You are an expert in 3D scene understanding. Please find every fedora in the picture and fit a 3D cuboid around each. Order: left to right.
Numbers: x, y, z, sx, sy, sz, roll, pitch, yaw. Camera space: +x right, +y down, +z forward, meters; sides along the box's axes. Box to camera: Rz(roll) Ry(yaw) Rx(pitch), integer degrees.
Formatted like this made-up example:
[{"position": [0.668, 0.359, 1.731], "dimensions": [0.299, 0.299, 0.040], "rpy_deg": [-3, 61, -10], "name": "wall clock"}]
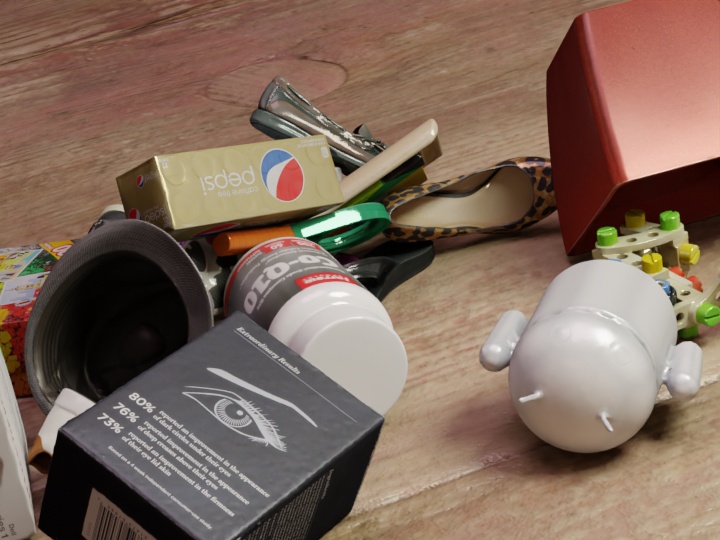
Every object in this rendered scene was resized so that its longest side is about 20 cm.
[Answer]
[{"position": [-0.190, 0.056, 1.563], "dimensions": [0.177, 0.200, 0.090], "rpy_deg": [46, 16, 19], "name": "fedora"}]

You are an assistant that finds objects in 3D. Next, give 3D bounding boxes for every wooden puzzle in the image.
[{"position": [0.005, -0.074, 1.799], "dimensions": [0.185, 0.037, 0.200], "rpy_deg": [-35, -3, 1], "name": "wooden puzzle"}]

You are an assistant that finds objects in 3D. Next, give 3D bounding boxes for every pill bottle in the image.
[{"position": [-0.038, 0.052, 1.546], "dimensions": [0.113, 0.114, 0.200], "rpy_deg": [-17, 22, -15], "name": "pill bottle"}]

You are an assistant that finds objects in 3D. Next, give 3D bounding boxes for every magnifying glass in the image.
[{"position": [-0.053, -0.033, 1.671], "dimensions": [0.200, 0.022, 0.080], "rpy_deg": [-10, -18, -46], "name": "magnifying glass"}]

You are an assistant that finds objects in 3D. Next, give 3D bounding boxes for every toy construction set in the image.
[{"position": [0.272, 0.003, 1.569], "dimensions": [0.131, 0.092, 0.200], "rpy_deg": [-21, 13, -25], "name": "toy construction set"}]

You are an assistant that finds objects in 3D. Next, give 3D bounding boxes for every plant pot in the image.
[{"position": [0.274, -0.147, 1.696], "dimensions": [0.199, 0.177, 0.200], "rpy_deg": [-15, -16, -12], "name": "plant pot"}]

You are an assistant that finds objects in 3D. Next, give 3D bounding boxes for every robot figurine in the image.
[{"position": [0.179, 0.066, 1.408], "dimensions": [0.169, 0.113, 0.200], "rpy_deg": [6, 25, 18], "name": "robot figurine"}]

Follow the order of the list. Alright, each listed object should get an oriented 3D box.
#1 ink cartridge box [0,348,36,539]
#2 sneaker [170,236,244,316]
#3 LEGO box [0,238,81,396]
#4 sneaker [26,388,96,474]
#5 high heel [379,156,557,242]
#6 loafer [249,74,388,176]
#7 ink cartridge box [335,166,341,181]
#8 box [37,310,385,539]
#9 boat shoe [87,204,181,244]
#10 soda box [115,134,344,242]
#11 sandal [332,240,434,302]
[{"position": [-0.320, 0.119, 1.470], "dimensions": [0.084, 0.147, 0.200], "rpy_deg": [-15, 21, -7], "name": "ink cartridge box"}, {"position": [-0.139, -0.027, 1.686], "dimensions": [0.083, 0.081, 0.200], "rpy_deg": [-29, 22, 46], "name": "sneaker"}, {"position": [-0.328, 0.046, 1.750], "dimensions": [0.148, 0.077, 0.200], "rpy_deg": [-7, 22, 8], "name": "LEGO box"}, {"position": [-0.182, 0.166, 1.426], "dimensions": [0.200, 0.073, 0.085], "rpy_deg": [22, 73, 41], "name": "sneaker"}, {"position": [0.118, -0.066, 1.779], "dimensions": [0.199, 0.072, 0.143], "rpy_deg": [-13, 1, 19], "name": "high heel"}, {"position": [-0.017, -0.140, 1.940], "dimensions": [0.199, 0.063, 0.072], "rpy_deg": [26, -8, -16], "name": "loafer"}, {"position": [-0.125, -0.086, 1.971], "dimensions": [0.116, 0.068, 0.200], "rpy_deg": [-12, 18, -38], "name": "ink cartridge box"}, {"position": [-0.103, 0.142, 1.293], "dimensions": [0.148, 0.105, 0.200], "rpy_deg": [35, 41, 21], "name": "box"}, {"position": [-0.169, 0.003, 1.742], "dimensions": [0.199, 0.072, 0.068], "rpy_deg": [20, 31, 6], "name": "boat shoe"}, {"position": [-0.113, -0.071, 1.614], "dimensions": [0.200, 0.068, 0.064], "rpy_deg": [-11, -7, -44], "name": "soda box"}, {"position": [-0.001, 0.000, 1.747], "dimensions": [0.075, 0.048, 0.200], "rpy_deg": [4, 25, 31], "name": "sandal"}]
